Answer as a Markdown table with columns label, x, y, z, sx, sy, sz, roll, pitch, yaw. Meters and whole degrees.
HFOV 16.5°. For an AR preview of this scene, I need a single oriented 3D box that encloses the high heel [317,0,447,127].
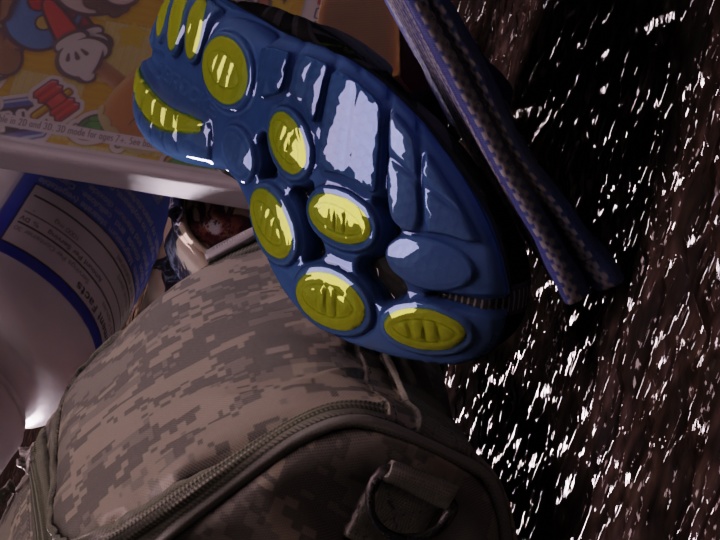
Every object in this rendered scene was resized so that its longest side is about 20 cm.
| label | x | y | z | sx | sy | sz | roll | pitch | yaw |
| --- | --- | --- | --- | --- | --- | --- | --- | --- | --- |
| high heel | 0.000 | 0.000 | 0.899 | 0.096 | 0.067 | 0.201 | 59 | -152 | -71 |

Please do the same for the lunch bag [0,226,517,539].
| label | x | y | z | sx | sy | sz | roll | pitch | yaw |
| --- | --- | --- | --- | --- | --- | --- | --- | --- | --- |
| lunch bag | -0.030 | 0.085 | 0.739 | 0.168 | 0.139 | 0.200 | -58 | 15 | 11 |

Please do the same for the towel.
| label | x | y | z | sx | sy | sz | roll | pitch | yaw |
| --- | --- | --- | --- | --- | --- | --- | --- | --- | --- |
| towel | 0.021 | -0.080 | 0.720 | 0.145 | 0.024 | 0.200 | 60 | -177 | -19 |

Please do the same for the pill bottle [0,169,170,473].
| label | x | y | z | sx | sy | sz | roll | pitch | yaw |
| --- | --- | --- | --- | --- | --- | --- | --- | --- | --- |
| pill bottle | -0.159 | 0.002 | 1.145 | 0.200 | 0.112 | 0.112 | -63 | 0 | -36 |

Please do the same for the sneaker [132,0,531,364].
| label | x | y | z | sx | sy | sz | roll | pitch | yaw |
| --- | --- | --- | --- | --- | --- | --- | --- | --- | --- |
| sneaker | 0.000 | -0.035 | 0.735 | 0.200 | 0.083 | 0.071 | 43 | 121 | 55 |

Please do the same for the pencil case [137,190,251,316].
| label | x | y | z | sx | sy | sz | roll | pitch | yaw |
| --- | --- | --- | --- | --- | --- | --- | --- | --- | --- |
| pencil case | -0.074 | 0.042 | 1.145 | 0.089 | 0.078 | 0.200 | -50 | -14 | -50 |

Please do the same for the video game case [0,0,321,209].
| label | x | y | z | sx | sy | sz | roll | pitch | yaw |
| --- | --- | --- | --- | --- | --- | --- | --- | --- | --- |
| video game case | -0.096 | -0.120 | 1.104 | 0.023 | 0.199 | 0.182 | 84 | -163 | -62 |
